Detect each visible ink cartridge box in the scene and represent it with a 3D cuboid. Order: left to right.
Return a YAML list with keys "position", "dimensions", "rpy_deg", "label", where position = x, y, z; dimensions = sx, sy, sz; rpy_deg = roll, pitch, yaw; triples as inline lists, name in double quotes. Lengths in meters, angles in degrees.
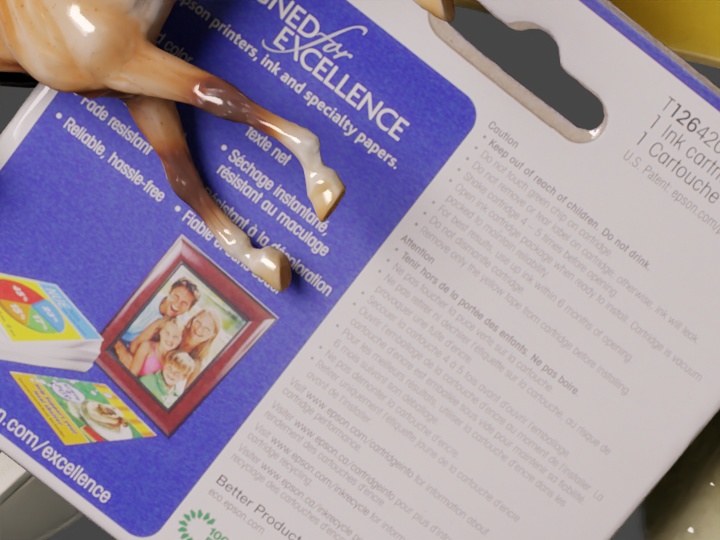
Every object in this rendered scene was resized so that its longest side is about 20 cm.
- position: [0.000, 0.000, 0.754]
  dimensions: [0.197, 0.047, 0.200]
  rpy_deg: [38, 101, -1]
  label: "ink cartridge box"

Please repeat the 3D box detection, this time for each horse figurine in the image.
- position: [-0.040, -0.083, 0.685]
  dimensions: [0.132, 0.050, 0.200]
  rpy_deg: [36, 121, 2]
  label: "horse figurine"

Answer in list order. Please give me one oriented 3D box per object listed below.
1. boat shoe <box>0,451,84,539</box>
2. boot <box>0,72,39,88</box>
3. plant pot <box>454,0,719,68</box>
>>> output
- position: [-0.064, 0.008, 0.836]
  dimensions: [0.200, 0.073, 0.062]
  rpy_deg: [-41, 64, 23]
  label: "boat shoe"
- position: [-0.114, -0.116, 0.826]
  dimensions: [0.069, 0.200, 0.174]
  rpy_deg: [-50, 61, 26]
  label: "boot"
- position: [0.041, -0.193, 0.755]
  dimensions: [0.199, 0.200, 0.177]
  rpy_deg: [16, 72, 34]
  label: "plant pot"
